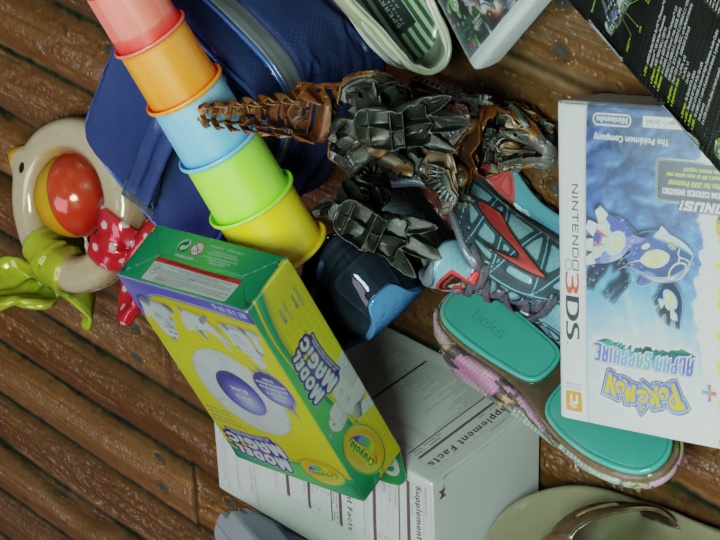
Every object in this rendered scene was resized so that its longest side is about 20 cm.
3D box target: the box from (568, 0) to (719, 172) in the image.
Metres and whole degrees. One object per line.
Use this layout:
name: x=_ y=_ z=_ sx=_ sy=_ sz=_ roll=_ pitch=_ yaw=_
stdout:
box: x=0.175 y=-0.168 z=1.081 sx=0.194 sy=0.047 sz=0.201 roll=56 pitch=149 yaw=36

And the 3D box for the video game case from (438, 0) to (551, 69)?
video game case: x=0.064 y=-0.229 z=1.180 sx=0.183 sy=0.023 sz=0.200 roll=64 pitch=153 yaw=11

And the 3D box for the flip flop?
flip flop: x=0.158 y=0.174 z=1.360 sx=0.199 sy=0.082 sz=0.057 roll=11 pitch=164 yaw=42

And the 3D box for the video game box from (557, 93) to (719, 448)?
video game box: x=0.190 y=0.002 z=1.189 sx=0.199 sy=0.047 sz=0.184 roll=8 pitch=105 yaw=47

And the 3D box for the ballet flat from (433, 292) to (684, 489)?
ballet flat: x=0.123 y=0.080 z=1.363 sx=0.200 sy=0.069 sz=0.071 roll=35 pitch=157 yaw=34

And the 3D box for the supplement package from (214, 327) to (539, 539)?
supplement package: x=0.009 y=0.118 z=1.474 sx=0.199 sy=0.113 sz=0.110 roll=26 pitch=133 yaw=36

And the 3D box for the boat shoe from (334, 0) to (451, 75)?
boat shoe: x=-0.008 y=-0.194 z=1.260 sx=0.200 sy=0.072 sz=0.062 roll=48 pitch=177 yaw=-28

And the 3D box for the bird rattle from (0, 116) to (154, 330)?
bird rattle: x=-0.205 y=-0.032 z=1.637 sx=0.199 sy=0.112 sz=0.164 roll=-15 pitch=88 yaw=50

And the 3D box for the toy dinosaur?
toy dinosaur: x=0.013 y=-0.070 z=1.263 sx=0.136 sy=0.198 sz=0.103 roll=-100 pitch=-3 yaw=-63

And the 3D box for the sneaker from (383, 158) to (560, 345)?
sneaker: x=0.077 y=-0.002 z=1.319 sx=0.200 sy=0.095 sz=0.080 roll=45 pitch=144 yaw=16

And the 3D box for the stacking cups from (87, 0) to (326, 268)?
stacking cups: x=-0.091 y=-0.090 z=1.290 sx=0.060 sy=0.060 sz=0.201 roll=-2 pitch=124 yaw=50

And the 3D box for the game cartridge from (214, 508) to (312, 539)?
game cartridge: x=0.008 y=0.216 z=1.480 sx=0.041 sy=0.199 sz=0.133 roll=-69 pitch=22 yaw=1

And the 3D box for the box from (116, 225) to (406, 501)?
box: x=-0.055 y=0.065 z=1.340 sx=0.117 sy=0.048 sz=0.200 roll=14 pitch=147 yaw=41

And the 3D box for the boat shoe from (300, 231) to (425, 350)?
boat shoe: x=0.000 y=0.000 z=1.396 sx=0.069 sy=0.084 sz=0.200 roll=47 pitch=168 yaw=-1

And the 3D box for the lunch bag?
lunch bag: x=-0.092 y=-0.104 z=1.412 sx=0.136 sy=0.132 sz=0.200 roll=47 pitch=143 yaw=14
